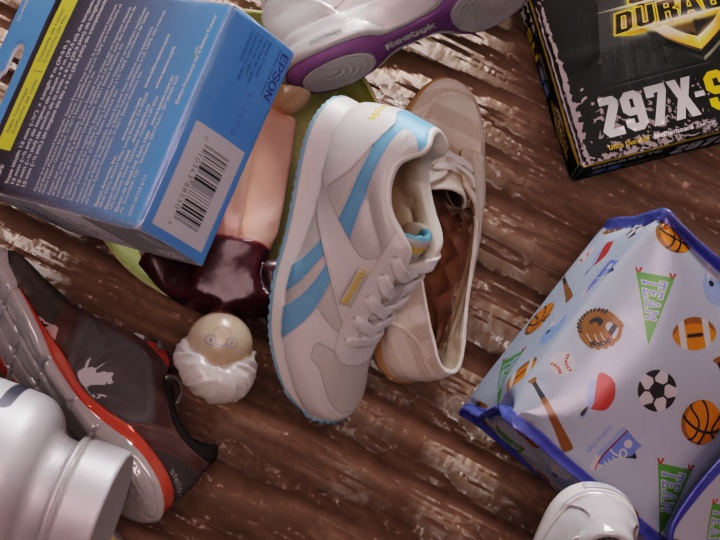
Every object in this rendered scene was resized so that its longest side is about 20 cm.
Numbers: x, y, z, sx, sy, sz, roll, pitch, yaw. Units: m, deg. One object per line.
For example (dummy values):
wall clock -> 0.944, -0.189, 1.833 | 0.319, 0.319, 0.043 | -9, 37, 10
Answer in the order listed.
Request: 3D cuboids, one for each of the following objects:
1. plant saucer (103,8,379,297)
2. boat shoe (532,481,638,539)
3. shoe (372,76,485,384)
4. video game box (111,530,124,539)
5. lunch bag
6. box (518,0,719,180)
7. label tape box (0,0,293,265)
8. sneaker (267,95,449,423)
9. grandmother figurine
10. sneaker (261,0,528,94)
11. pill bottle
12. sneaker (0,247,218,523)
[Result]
plant saucer -> -0.081, -0.070, 1.032 | 0.200, 0.031, 0.200 | 0, 80, -3
boat shoe -> 0.110, 0.220, 0.900 | 0.072, 0.069, 0.200 | 24, 106, -5
shoe -> 0.053, -0.026, 1.007 | 0.070, 0.053, 0.200 | 11, 83, -29
video game box -> -0.250, 0.199, 0.970 | 0.200, 0.047, 0.182 | -41, 86, -9
lunch bag -> 0.196, 0.088, 0.973 | 0.200, 0.124, 0.170 | 42, 81, -9
box -> 0.214, -0.161, 1.052 | 0.200, 0.049, 0.160 | -14, 83, -5
label tape box -> -0.153, -0.095, 0.973 | 0.200, 0.066, 0.143 | 14, 78, 43
sneaker -> 0.000, 0.000, 0.952 | 0.081, 0.076, 0.200 | 15, 105, 29
grandmother figurine -> -0.083, -0.017, 0.979 | 0.121, 0.061, 0.200 | 3, 77, 7
sneaker -> 0.029, -0.189, 1.003 | 0.200, 0.075, 0.100 | -21, 66, -3
pill bottle -> -0.238, 0.110, 0.908 | 0.200, 0.111, 0.111 | 19, 80, 3
sneaker -> -0.165, 0.063, 0.997 | 0.082, 0.077, 0.200 | -32, 83, -34
